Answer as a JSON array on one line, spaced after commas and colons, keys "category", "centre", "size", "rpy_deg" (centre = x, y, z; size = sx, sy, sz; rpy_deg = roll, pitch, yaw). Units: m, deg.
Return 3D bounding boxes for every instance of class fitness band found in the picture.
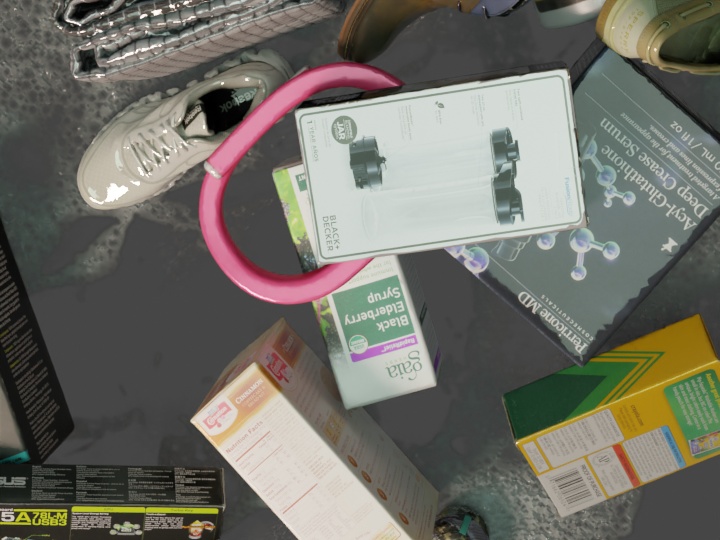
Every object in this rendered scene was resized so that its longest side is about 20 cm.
[{"category": "fitness band", "centre": [-0.033, -0.067, 1.294], "size": [0.200, 0.037, 0.144], "rpy_deg": [-43, 93, 11]}]

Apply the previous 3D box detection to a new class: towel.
[{"category": "towel", "centre": [-0.117, -0.208, 1.291], "size": [0.198, 0.166, 0.087], "rpy_deg": [-18, 94, 9]}]

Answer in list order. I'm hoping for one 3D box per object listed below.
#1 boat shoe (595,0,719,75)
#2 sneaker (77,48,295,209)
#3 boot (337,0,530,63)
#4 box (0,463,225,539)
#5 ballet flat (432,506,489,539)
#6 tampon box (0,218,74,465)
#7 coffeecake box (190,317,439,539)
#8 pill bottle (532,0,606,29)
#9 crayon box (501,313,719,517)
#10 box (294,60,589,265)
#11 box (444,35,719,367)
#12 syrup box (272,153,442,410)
[{"category": "boat shoe", "centre": [0.258, -0.173, 1.255], "size": [0.063, 0.199, 0.074], "rpy_deg": [45, 122, 38]}, {"category": "sneaker", "centre": [-0.144, -0.110, 1.358], "size": [0.199, 0.081, 0.076], "rpy_deg": [-30, 99, 13]}, {"category": "boot", "centre": [0.067, -0.202, 1.251], "size": [0.097, 0.075, 0.200], "rpy_deg": [47, 121, 9]}, {"category": "box", "centre": [-0.216, 0.232, 1.385], "size": [0.197, 0.048, 0.195], "rpy_deg": [2, 132, -10]}, {"category": "ballet flat", "centre": [0.053, 0.295, 1.426], "size": [0.071, 0.072, 0.203], "rpy_deg": [18, 103, 2]}, {"category": "tampon box", "centre": [-0.344, 0.074, 1.392], "size": [0.148, 0.126, 0.202], "rpy_deg": [-16, 99, 8]}, {"category": "coffeecake box", "centre": [-0.031, 0.149, 1.360], "size": [0.073, 0.154, 0.200], "rpy_deg": [-40, 95, 12]}, {"category": "pill bottle", "centre": [0.156, -0.290, 1.271], "size": [0.110, 0.111, 0.202], "rpy_deg": [-18, 100, 9]}, {"category": "crayon box", "centre": [0.224, 0.110, 1.346], "size": [0.198, 0.052, 0.126], "rpy_deg": [-23, 138, 10]}, {"category": "box", "centre": [0.060, -0.077, 1.239], "size": [0.197, 0.060, 0.118], "rpy_deg": [-9, 100, 6]}, {"category": "box", "centre": [0.179, -0.057, 1.320], "size": [0.148, 0.107, 0.200], "rpy_deg": [39, 103, -3]}, {"category": "syrup box", "centre": [0.000, 0.000, 1.364], "size": [0.078, 0.081, 0.202], "rpy_deg": [-15, 98, 9]}]
